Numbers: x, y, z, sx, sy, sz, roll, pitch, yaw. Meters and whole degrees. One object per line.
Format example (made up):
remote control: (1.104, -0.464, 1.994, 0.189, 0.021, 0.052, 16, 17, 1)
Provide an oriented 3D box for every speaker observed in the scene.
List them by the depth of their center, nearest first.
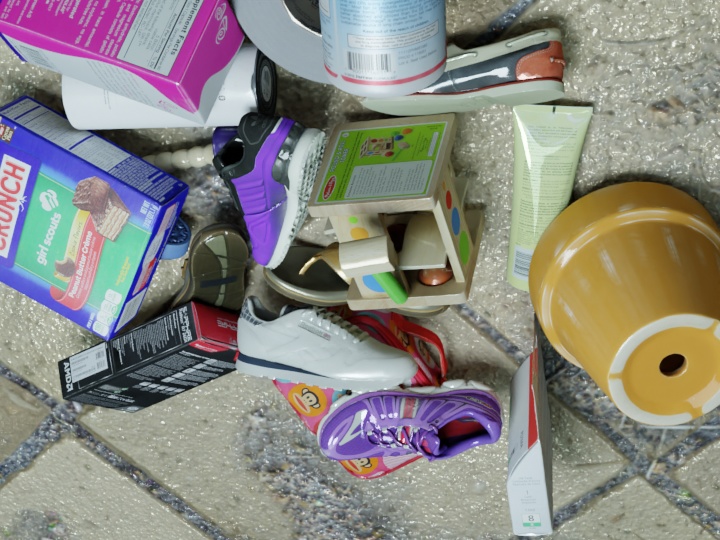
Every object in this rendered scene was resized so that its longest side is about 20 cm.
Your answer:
speaker: (-0.188, -0.180, 1.371, 0.200, 0.081, 0.081, -1, 124, 12)

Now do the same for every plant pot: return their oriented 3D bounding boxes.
plant pot: (0.277, 0.045, 1.339, 0.200, 0.183, 0.200, -3, 121, -5)

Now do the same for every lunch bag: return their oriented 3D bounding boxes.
lunch bag: (0.018, 0.123, 1.545, 0.176, 0.082, 0.200, -28, 114, 22)

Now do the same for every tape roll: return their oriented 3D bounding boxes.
tape roll: (-0.018, -0.273, 1.279, 0.200, 0.066, 0.200, 5, 126, 8)

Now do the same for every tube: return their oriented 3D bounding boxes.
tube: (0.181, -0.074, 1.391, 0.052, 0.058, 0.200, 32, 133, 38)

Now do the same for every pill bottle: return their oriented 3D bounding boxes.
pill bottle: (0.017, -0.256, 1.177, 0.109, 0.109, 0.200, 3, 125, 10)

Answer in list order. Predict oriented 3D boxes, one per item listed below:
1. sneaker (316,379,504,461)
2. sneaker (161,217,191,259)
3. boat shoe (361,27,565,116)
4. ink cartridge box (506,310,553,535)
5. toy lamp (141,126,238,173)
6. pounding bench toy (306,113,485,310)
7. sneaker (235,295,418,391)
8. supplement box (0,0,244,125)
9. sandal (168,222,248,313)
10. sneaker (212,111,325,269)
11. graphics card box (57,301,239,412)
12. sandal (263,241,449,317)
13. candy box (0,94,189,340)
sneaker: (0.052, 0.165, 1.471, 0.200, 0.083, 0.081, -11, 116, 4)
sneaker: (-0.277, -0.038, 1.501, 0.200, 0.070, 0.078, 17, 128, 9)
boat shoe: (0.096, -0.185, 1.320, 0.200, 0.071, 0.063, -5, 84, 24)
ink cartridge box: (0.173, 0.153, 1.478, 0.050, 0.161, 0.200, -6, 123, 12)
toy lamp: (-0.187, -0.111, 1.434, 0.200, 0.058, 0.058, -11, 122, 19)
pounding bench toy: (0.034, -0.024, 1.344, 0.124, 0.200, 0.156, -3, 133, 20)
sneaker: (-0.037, 0.076, 1.446, 0.200, 0.076, 0.081, 7, 95, 17)
supplement box: (-0.223, -0.224, 1.289, 0.200, 0.103, 0.101, 22, 169, 12)
sandal: (-0.165, 0.001, 1.499, 0.082, 0.055, 0.200, -9, 149, -17)
sneaker: (-0.098, -0.086, 1.376, 0.099, 0.070, 0.200, 23, 142, 4)
graphics card box: (-0.220, 0.099, 1.555, 0.200, 0.051, 0.125, -25, 156, 26)
sandal: (0.000, 0.000, 1.459, 0.200, 0.080, 0.054, 10, 128, 0)
candy box: (-0.299, -0.054, 1.416, 0.200, 0.077, 0.169, 29, 115, 6)
